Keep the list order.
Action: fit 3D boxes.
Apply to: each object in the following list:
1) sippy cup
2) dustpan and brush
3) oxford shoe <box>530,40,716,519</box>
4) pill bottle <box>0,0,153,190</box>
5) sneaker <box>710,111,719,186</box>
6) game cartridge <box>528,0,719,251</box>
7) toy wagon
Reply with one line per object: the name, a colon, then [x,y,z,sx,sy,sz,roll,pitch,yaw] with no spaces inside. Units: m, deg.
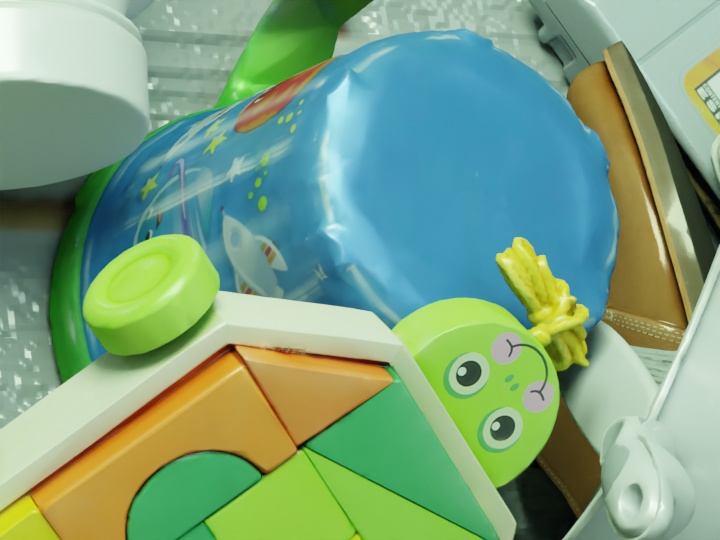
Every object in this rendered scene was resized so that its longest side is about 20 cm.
sippy cup: [0.000,0.000,0.779,0.139,0.130,0.178,-29,88,-34]
dustpan and brush: [0.074,0.042,0.710,0.057,0.200,0.140,28,99,-12]
oxford shoe: [0.080,0.028,0.851,0.071,0.071,0.201,39,41,-68]
pill bottle: [-0.108,-0.129,0.776,0.112,0.112,0.201,4,69,-29]
sneaker: [0.159,-0.078,0.894,0.115,0.074,0.201,-9,78,-36]
game cartridge: [0.156,-0.045,0.944,0.133,0.042,0.200,-38,92,-31]
toy wagon: [-0.024,0.065,0.683,0.200,0.040,0.155,-35,120,-6]
